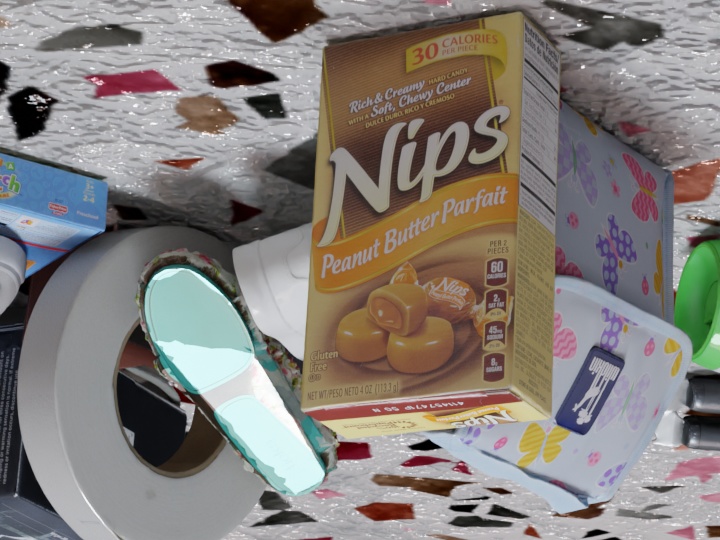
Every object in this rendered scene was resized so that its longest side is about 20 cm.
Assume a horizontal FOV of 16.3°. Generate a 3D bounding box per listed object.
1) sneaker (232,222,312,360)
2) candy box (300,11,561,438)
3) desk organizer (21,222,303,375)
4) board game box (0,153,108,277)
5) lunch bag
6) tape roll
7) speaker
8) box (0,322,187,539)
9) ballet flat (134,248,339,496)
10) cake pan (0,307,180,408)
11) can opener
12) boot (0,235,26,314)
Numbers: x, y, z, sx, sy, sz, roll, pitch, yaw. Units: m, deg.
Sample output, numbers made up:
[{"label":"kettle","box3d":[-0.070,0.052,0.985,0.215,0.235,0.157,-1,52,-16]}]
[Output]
[{"label":"sneaker","box3d":[0.000,0.000,1.500,0.115,0.074,0.200,-21,175,6]},{"label":"candy box","box3d":[0.037,-0.022,1.260,0.115,0.200,0.055,-7,158,26]},{"label":"desk organizer","box3d":[-0.119,0.040,1.629,0.077,0.072,0.200,-11,155,38]},{"label":"board game box","box3d":[-0.265,-0.027,1.521,0.151,0.037,0.200,15,155,-30]},{"label":"lunch bag","box3d":[0.093,0.017,1.356,0.127,0.200,0.170,-11,154,34]},{"label":"tape roll","box3d":[-0.123,0.073,1.530,0.037,0.203,0.203,-3,160,41]},{"label":"speaker","box3d":[0.296,0.032,1.527,0.200,0.089,0.088,8,159,-13]},{"label":"box","box3d":[-0.254,0.130,1.711,0.196,0.124,0.200,-5,157,27]},{"label":"ballet flat","box3d":[-0.077,0.054,1.519,0.076,0.064,0.200,-20,123,14]},{"label":"cake pan","box3d":[-0.225,0.072,1.773,0.200,0.037,0.200,3,159,1]},{"label":"can opener","box3d":[0.242,0.097,1.770,0.200,0.053,0.066,5,-167,0]},{"label":"boot","box3d":[-0.250,0.047,1.528,0.073,0.096,0.200,8,159,-14]}]
